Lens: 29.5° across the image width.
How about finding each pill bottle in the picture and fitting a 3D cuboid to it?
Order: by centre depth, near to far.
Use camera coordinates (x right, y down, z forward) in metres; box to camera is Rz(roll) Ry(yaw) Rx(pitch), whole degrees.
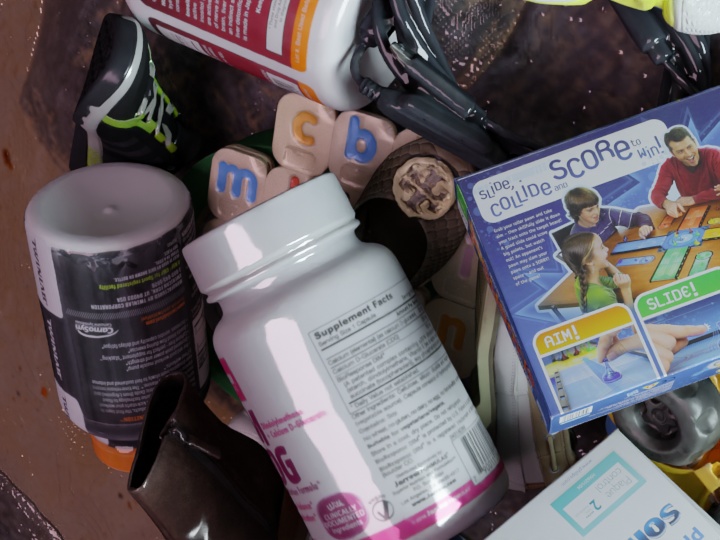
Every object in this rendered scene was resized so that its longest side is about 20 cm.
[{"bbox_3d":[-0.011,0.055,0.752,0.113,0.113,0.200,-27,91,38],"label":"pill bottle"},{"bbox_3d":[-0.069,-0.180,0.818,0.200,0.113,0.113,26,122,22],"label":"pill bottle"},{"bbox_3d":[-0.154,0.038,0.903,0.106,0.106,0.201,18,129,26],"label":"pill bottle"}]

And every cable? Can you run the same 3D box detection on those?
[{"bbox_3d":[0.105,-0.125,0.742,0.200,0.051,0.164,27,94,-1],"label":"cable"}]

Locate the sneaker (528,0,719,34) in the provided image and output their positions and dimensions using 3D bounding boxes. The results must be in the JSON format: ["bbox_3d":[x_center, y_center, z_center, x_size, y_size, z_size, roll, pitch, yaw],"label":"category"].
[{"bbox_3d":[0.125,-0.171,0.679,0.105,0.199,0.076,45,125,51],"label":"sneaker"}]

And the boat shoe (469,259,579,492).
[{"bbox_3d":[0.099,0.041,0.783,0.068,0.075,0.201,3,125,4],"label":"boat shoe"}]

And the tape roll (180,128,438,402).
[{"bbox_3d":[-0.044,0.006,0.923,0.200,0.048,0.201,14,117,29],"label":"tape roll"}]

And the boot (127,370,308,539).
[{"bbox_3d":[-0.099,0.184,0.851,0.072,0.200,0.166,-15,133,26],"label":"boot"}]

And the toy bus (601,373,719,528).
[{"bbox_3d":[0.196,0.111,0.775,0.200,0.136,0.192,49,144,9],"label":"toy bus"}]

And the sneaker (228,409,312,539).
[{"bbox_3d":[-0.076,0.200,0.995,0.078,0.099,0.201,8,114,30],"label":"sneaker"}]

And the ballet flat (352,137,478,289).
[{"bbox_3d":[0.000,0.000,0.815,0.067,0.046,0.200,45,122,4],"label":"ballet flat"}]

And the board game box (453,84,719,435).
[{"bbox_3d":[0.162,-0.016,0.681,0.199,0.034,0.136,-19,68,-1],"label":"board game box"}]

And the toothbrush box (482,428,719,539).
[{"bbox_3d":[0.103,0.200,0.743,0.085,0.146,0.200,44,156,25],"label":"toothbrush box"}]

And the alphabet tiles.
[{"bbox_3d":[-0.010,-0.007,0.854,0.199,0.015,0.196,20,117,20],"label":"alphabet tiles"}]

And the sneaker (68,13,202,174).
[{"bbox_3d":[-0.140,-0.105,0.893,0.083,0.072,0.200,16,165,-10],"label":"sneaker"}]

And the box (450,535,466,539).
[{"bbox_3d":[0.076,0.285,0.901,0.200,0.148,0.107,31,123,19],"label":"box"}]
